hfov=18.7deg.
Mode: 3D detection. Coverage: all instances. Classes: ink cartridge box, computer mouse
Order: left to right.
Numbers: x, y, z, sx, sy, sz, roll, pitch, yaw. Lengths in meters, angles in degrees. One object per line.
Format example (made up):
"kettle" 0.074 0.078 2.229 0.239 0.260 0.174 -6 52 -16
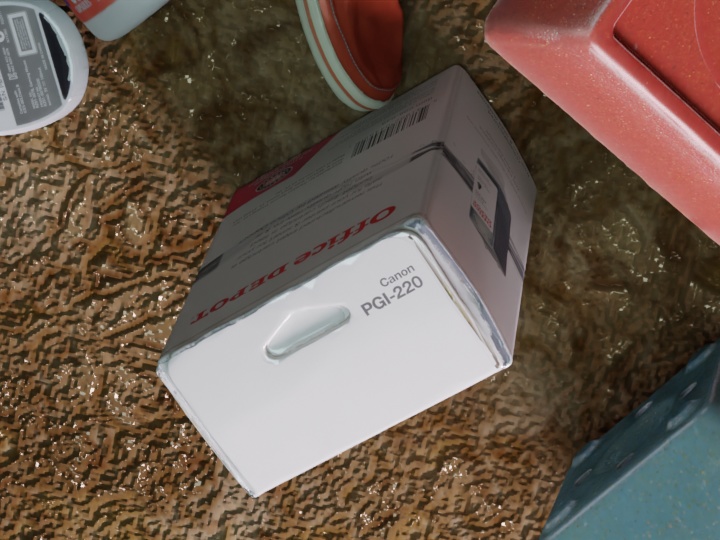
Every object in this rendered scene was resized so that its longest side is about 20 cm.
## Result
"computer mouse" -0.223 -0.097 1.113 0.199 0.044 0.110 -7 107 18
"ink cartridge box" 0.000 0.000 1.030 0.145 0.200 0.085 -29 106 19

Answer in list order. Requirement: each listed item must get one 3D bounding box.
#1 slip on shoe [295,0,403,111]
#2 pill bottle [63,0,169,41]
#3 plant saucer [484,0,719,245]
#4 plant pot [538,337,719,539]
"slip on shoe" 0.006 -0.171 1.024 0.061 0.074 0.201 8 110 24
"pill bottle" -0.142 -0.215 1.009 0.111 0.112 0.200 -36 103 21
"plant saucer" 0.176 -0.121 0.903 0.199 0.037 0.200 36 89 -35
"plant pot" 0.200 0.150 1.075 0.196 0.196 0.200 -42 93 22
